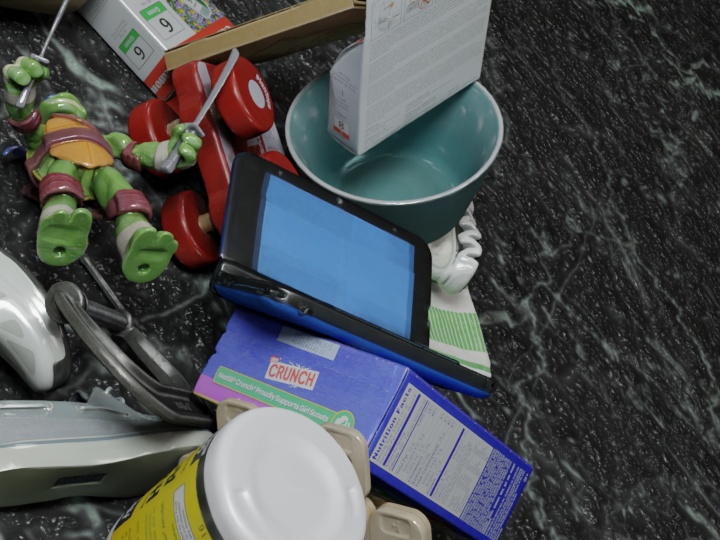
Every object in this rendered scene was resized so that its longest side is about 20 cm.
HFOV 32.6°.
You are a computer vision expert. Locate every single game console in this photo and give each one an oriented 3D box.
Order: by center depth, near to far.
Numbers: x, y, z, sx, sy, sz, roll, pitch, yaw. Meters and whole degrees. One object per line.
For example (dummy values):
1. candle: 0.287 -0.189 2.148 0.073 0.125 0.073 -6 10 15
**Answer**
1. game console: 0.000 0.000 0.917 0.198 0.170 0.120 24 83 -27

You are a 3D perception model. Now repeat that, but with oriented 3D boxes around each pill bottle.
1. pill bottle: -0.095 0.178 0.772 0.110 0.200 0.112 26 42 -26

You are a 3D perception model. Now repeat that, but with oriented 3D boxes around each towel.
1. towel: 0.055 0.009 1.213 0.151 0.023 0.202 17 48 -34

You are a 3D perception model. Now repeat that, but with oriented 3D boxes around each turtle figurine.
1. turtle figurine: -0.185 -0.101 0.895 0.144 0.198 0.195 52 12 -48

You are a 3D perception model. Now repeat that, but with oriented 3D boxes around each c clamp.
1. c clamp: -0.170 0.050 0.864 0.171 0.027 0.200 48 -2 5

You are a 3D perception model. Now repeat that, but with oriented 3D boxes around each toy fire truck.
1. toy fire truck: -0.100 -0.087 1.071 0.168 0.111 0.202 -6 75 -68

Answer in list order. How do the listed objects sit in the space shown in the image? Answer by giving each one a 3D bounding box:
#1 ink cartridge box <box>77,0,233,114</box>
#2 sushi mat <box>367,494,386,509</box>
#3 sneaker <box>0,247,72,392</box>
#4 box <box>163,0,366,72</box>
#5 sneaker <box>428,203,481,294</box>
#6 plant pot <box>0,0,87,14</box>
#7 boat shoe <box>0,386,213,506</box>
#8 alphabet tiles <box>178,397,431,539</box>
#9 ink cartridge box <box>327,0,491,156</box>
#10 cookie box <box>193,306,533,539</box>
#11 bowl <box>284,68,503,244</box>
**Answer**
1. ink cartridge box: -0.169 -0.214 1.155 0.200 0.050 0.109 47 37 -3
2. sushi mat: -0.024 0.211 0.970 0.198 0.012 0.097 13 51 -39
3. sneaker: -0.292 0.021 0.832 0.201 0.076 0.115 50 49 6
4. box: -0.050 -0.213 1.090 0.163 0.198 0.022 -20 97 -59
5. sneaker: 0.072 -0.072 1.233 0.080 0.075 0.202 18 45 -19
6. plant pot: -0.306 -0.296 1.007 0.199 0.186 0.189 27 40 -47
7. boat shoe: -0.184 0.112 0.846 0.199 0.070 0.072 4 52 -45
8. alphabet tiles: -0.039 0.182 0.815 0.015 0.198 0.198 -29 122 -52
9. ink cartridge box: 0.043 -0.213 1.041 0.162 0.201 0.050 -35 58 -28
10. cookie box: 0.005 0.116 0.900 0.200 0.170 0.076 40 72 -47
11. bowl: 0.030 -0.096 1.142 0.198 0.106 0.203 0 47 0
